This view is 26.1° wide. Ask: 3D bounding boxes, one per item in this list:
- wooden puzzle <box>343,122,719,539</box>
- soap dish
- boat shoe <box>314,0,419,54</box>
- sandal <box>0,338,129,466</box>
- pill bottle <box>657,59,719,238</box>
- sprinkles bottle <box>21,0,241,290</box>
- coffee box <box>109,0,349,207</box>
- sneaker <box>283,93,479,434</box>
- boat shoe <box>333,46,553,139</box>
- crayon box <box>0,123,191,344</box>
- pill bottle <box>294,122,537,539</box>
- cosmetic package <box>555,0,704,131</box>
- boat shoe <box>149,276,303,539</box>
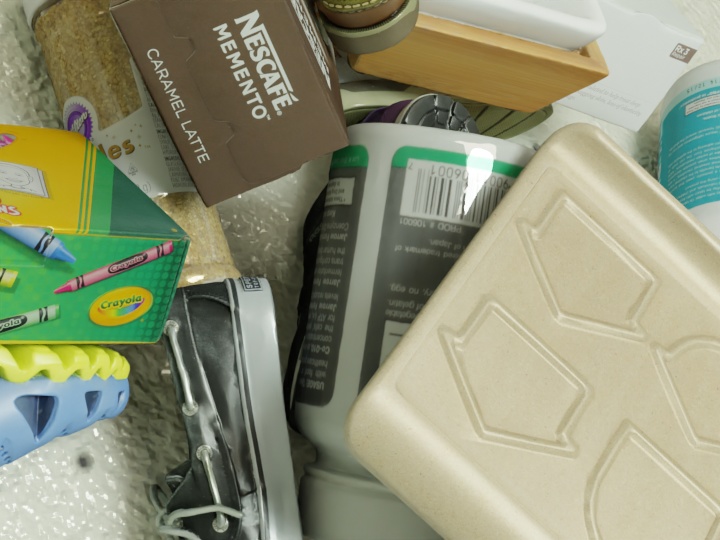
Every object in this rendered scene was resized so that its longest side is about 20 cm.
[{"bbox_3d":[0.107,0.061,0.698,0.185,0.046,0.200,41,61,-4],"label":"wooden puzzle"},{"bbox_3d":[0.045,-0.188,0.915,0.156,0.081,0.202,9,47,-30],"label":"soap dish"},{"bbox_3d":[-0.009,-0.208,0.808,0.068,0.071,0.202,66,6,-53],"label":"boat shoe"},{"bbox_3d":[-0.184,0.067,0.679,0.199,0.079,0.088,-5,106,-50],"label":"sandal"},{"bbox_3d":[0.262,-0.043,1.088,0.110,0.111,0.202,30,49,-24],"label":"pill bottle"},{"bbox_3d":[-0.120,-0.072,0.807,0.068,0.068,0.202,-5,69,-42],"label":"sprinkles bottle"},{"bbox_3d":[-0.067,-0.138,0.801,0.201,0.079,0.115,-99,166,-58],"label":"coffee box"},{"bbox_3d":[0.000,0.000,0.874,0.075,0.087,0.202,32,73,-30],"label":"sneaker"},{"bbox_3d":[0.043,-0.121,0.972,0.198,0.074,0.069,-1,67,-43],"label":"boat shoe"},{"bbox_3d":[-0.190,-0.020,0.682,0.198,0.059,0.119,2,26,-40],"label":"crayon box"},{"bbox_3d":[0.027,0.036,0.772,0.112,0.113,0.203,12,86,-35],"label":"pill bottle"},{"bbox_3d":[0.126,-0.192,1.030,0.112,0.081,0.201,15,35,-35],"label":"cosmetic package"},{"bbox_3d":[-0.066,0.106,0.740,0.067,0.074,0.202,-7,94,-10],"label":"boat shoe"}]
